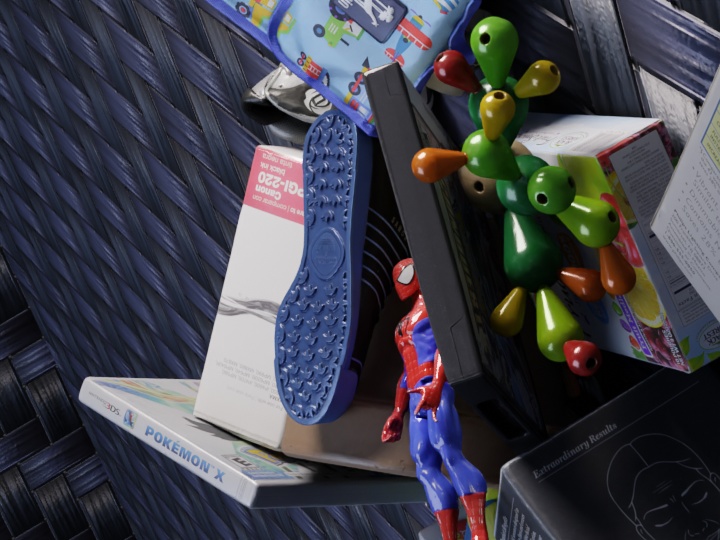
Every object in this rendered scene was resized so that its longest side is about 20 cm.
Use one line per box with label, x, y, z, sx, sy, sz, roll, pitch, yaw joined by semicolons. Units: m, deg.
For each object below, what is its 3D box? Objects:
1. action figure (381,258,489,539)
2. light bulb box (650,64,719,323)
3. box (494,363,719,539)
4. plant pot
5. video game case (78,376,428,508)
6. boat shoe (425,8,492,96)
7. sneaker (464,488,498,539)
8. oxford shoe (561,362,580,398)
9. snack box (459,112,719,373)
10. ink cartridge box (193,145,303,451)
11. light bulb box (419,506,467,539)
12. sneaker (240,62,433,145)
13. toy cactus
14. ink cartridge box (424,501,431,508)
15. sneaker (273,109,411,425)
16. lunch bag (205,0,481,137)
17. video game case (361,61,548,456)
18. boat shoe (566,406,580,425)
action figure;0.042;0.085;1.458;0.065;0.052;0.200;133;136;-57
light bulb box;0.241;-0.011;1.016;0.198;0.125;0.200;55;164;17
box;0.197;0.176;1.434;0.200;0.148;0.107;53;163;23
plant pot;0.058;0.052;1.589;0.200;0.200;0.175;180;100;-73
video game case;-0.070;0.120;1.705;0.182;0.200;0.022;27;105;37
boat shoe;0.024;-0.189;1.543;0.063;0.073;0.200;-60;44;23
sneaker;0.100;0.178;1.732;0.076;0.105;0.200;23;-155;-3
oxford shoe;0.089;0.055;1.721;0.200;0.073;0.071;32;149;59
snack box;0.144;-0.021;1.441;0.142;0.053;0.200;65;164;-14
ink cartridge box;-0.027;0.018;1.693;0.085;0.146;0.200;17;99;29
light bulb box;0.152;0.286;1.826;0.198;0.125;0.200;50;162;33
sneaker;-0.047;-0.161;1.668;0.200;0.115;0.075;53;164;21
toy cactus;0.082;-0.043;1.363;0.200;0.102;0.165;65;174;-13
ink cartridge box;0.026;0.107;1.867;0.200;0.045;0.176;42;-146;-77
sneaker;0.000;0.000;1.515;0.070;0.078;0.200;11;93;45
lunch bag;-0.003;-0.189;1.461;0.200;0.094;0.151;45;126;14
video game case;0.060;-0.003;1.429;0.181;0.025;0.200;47;-155;-66
boat shoe;0.172;0.143;1.658;0.200;0.074;0.065;52;133;45
